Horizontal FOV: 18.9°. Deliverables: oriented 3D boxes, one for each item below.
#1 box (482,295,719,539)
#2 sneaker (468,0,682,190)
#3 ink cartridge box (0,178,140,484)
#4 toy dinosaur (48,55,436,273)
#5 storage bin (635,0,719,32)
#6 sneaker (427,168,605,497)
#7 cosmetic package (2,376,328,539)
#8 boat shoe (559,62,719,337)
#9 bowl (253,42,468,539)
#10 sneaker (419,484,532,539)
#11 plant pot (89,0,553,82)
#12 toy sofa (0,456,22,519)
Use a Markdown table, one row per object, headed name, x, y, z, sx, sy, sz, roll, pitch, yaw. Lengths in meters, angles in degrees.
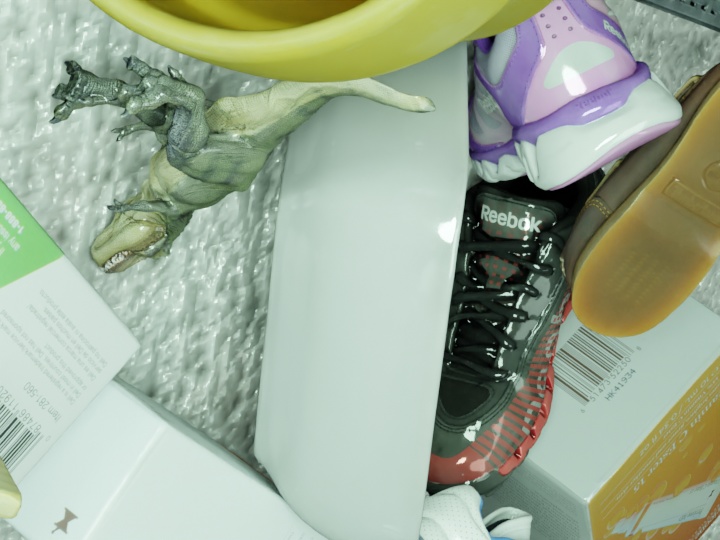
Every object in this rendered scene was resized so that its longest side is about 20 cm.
| name | x | y | z | sx | sy | sz | roll | pitch | yaw |
| --- | --- | --- | --- | --- | --- | --- | --- | --- | --- |
| box | 0.130 | 0.094 | 1.164 | 0.124 | 0.097 | 0.200 | -46 | 154 | -16 |
| sneaker | 0.080 | -0.091 | 0.961 | 0.080 | 0.200 | 0.089 | -30 | 96 | -4 |
| ink cartridge box | -0.195 | 0.049 | 0.769 | 0.200 | 0.084 | 0.146 | -48 | 144 | -12 |
| toy dinosaur | -0.065 | -0.054 | 0.830 | 0.088 | 0.200 | 0.048 | 24 | 61 | -29 |
| storage bin | 0.120 | -0.171 | 0.947 | 0.200 | 0.135 | 0.094 | 7 | 110 | -53 |
| sneaker | 0.068 | 0.014 | 1.047 | 0.201 | 0.071 | 0.098 | -64 | 154 | -25 |
| cosmetic package | -0.084 | 0.102 | 0.932 | 0.071 | 0.101 | 0.200 | -55 | 146 | -4 |
| boat shoe | 0.161 | -0.057 | 0.955 | 0.070 | 0.070 | 0.200 | 38 | 118 | -18 |
| bowl | 0.000 | 0.000 | 0.927 | 0.200 | 0.074 | 0.200 | -83 | 180 | -59 |
| sneaker | 0.052 | 0.186 | 0.999 | 0.147 | 0.080 | 0.200 | -53 | 138 | -19 |
| plant pot | 0.004 | -0.161 | 0.776 | 0.201 | 0.200 | 0.189 | -64 | 157 | 8 |
| toy sofa | -0.192 | 0.125 | 0.703 | 0.083 | 0.098 | 0.201 | 19 | 103 | -28 |
